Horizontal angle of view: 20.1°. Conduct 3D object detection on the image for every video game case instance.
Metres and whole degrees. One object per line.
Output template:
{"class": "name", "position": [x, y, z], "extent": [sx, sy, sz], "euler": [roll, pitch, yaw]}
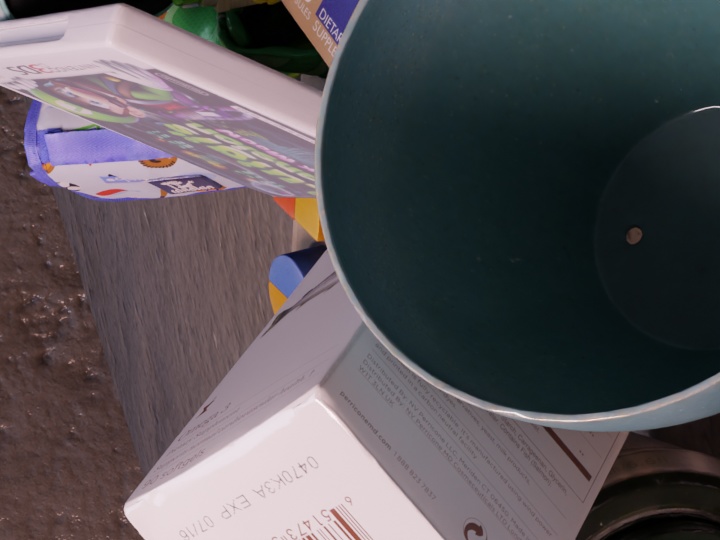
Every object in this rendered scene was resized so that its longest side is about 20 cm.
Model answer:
{"class": "video game case", "position": [-0.072, -0.074, 0.961], "extent": [0.182, 0.199, 0.023], "euler": [5, 76, 57]}

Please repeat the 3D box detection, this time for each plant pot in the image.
{"class": "plant pot", "position": [0.103, -0.033, 0.704], "extent": [0.135, 0.200, 0.201], "euler": [29, -145, -58]}

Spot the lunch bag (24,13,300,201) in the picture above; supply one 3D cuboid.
{"class": "lunch bag", "position": [-0.098, -0.110, 1.246], "extent": [0.200, 0.169, 0.124], "euler": [-66, -32, -62]}

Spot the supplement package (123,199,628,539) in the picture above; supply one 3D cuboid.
{"class": "supplement package", "position": [0.023, 0.053, 0.786], "extent": [0.117, 0.200, 0.117], "euler": [48, 129, -9]}

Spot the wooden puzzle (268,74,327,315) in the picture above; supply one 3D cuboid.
{"class": "wooden puzzle", "position": [0.000, 0.000, 1.089], "extent": [0.185, 0.046, 0.201], "euler": [42, 142, 48]}

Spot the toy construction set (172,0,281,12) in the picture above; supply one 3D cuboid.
{"class": "toy construction set", "position": [-0.062, -0.198, 0.921], "extent": [0.200, 0.092, 0.131], "euler": [77, 170, -52]}

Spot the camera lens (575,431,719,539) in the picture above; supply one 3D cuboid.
{"class": "camera lens", "position": [0.100, 0.148, 0.888], "extent": [0.200, 0.159, 0.161], "euler": [-171, 68, -75]}

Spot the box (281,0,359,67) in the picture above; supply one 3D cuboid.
{"class": "box", "position": [0.043, -0.153, 0.822], "extent": [0.121, 0.032, 0.200], "euler": [55, 128, 29]}

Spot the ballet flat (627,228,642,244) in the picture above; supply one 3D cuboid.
{"class": "ballet flat", "position": [0.090, -0.097, 0.882], "extent": [0.072, 0.071, 0.201], "euler": [110, 145, -66]}

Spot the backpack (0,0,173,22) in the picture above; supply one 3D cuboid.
{"class": "backpack", "position": [-0.170, -0.207, 1.007], "extent": [0.200, 0.153, 0.177], "euler": [-48, -27, -68]}

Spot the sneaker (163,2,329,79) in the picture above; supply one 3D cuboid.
{"class": "sneaker", "position": [-0.042, -0.133, 1.042], "extent": [0.200, 0.083, 0.074], "euler": [8, 75, 50]}
